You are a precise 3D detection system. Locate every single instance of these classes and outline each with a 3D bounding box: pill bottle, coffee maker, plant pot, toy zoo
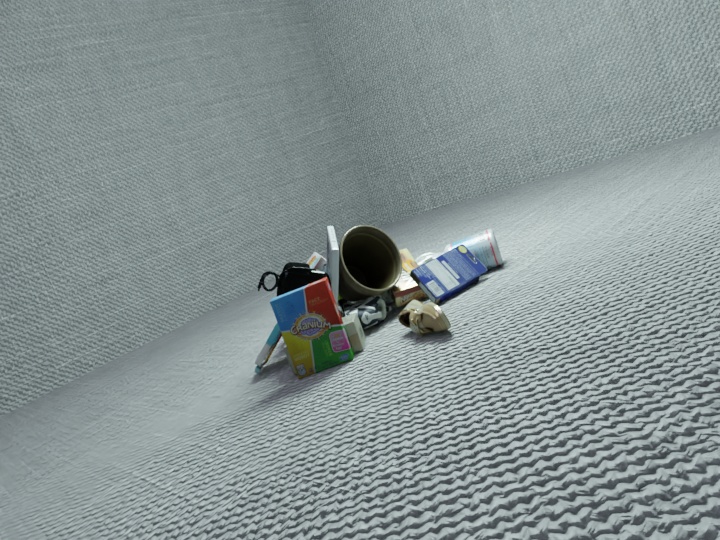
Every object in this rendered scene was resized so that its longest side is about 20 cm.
[{"bbox_3d":[0.318,-0.039,1.778,0.194,0.112,0.109,-19,8,15],"label":"pill bottle"},{"bbox_3d":[-0.176,0.035,1.627,0.137,0.189,0.200,-58,10,-2],"label":"coffee maker"},{"bbox_3d":[0.000,0.000,1.728,0.197,0.203,0.174,-26,-11,-34],"label":"plant pot"},{"bbox_3d":[-0.243,0.195,1.660,0.204,0.020,0.131,-60,-2,-1],"label":"toy zoo"}]

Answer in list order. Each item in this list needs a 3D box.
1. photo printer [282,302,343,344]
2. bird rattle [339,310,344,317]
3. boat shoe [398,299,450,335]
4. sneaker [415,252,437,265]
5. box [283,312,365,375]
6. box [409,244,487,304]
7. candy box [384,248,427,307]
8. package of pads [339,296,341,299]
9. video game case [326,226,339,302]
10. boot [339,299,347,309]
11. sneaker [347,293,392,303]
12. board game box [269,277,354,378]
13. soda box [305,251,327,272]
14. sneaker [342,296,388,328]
[{"bbox_3d":[-0.146,0.158,1.846,0.194,0.071,0.167,-22,15,1],"label":"photo printer"},{"bbox_3d":[-0.122,0.146,1.667,0.158,0.117,0.200,-17,2,-2],"label":"bird rattle"},{"bbox_3d":[0.145,0.119,1.394,0.068,0.075,0.199,-35,10,-13],"label":"boat shoe"},{"bbox_3d":[0.184,0.013,1.979,0.196,0.077,0.092,-29,15,6],"label":"sneaker"},{"bbox_3d":[-0.090,0.186,1.521,0.194,0.080,0.095,-21,8,9],"label":"box"},{"bbox_3d":[0.250,0.008,1.671,0.196,0.122,0.033,-26,-34,-24],"label":"box"},{"bbox_3d":[0.124,0.018,1.792,0.112,0.057,0.201,-17,35,-9],"label":"candy box"},{"bbox_3d":[-0.071,0.027,1.901,0.195,0.070,0.153,-21,28,-26],"label":"package of pads"},{"bbox_3d":[-0.079,0.004,1.659,0.023,0.207,0.183,0,23,-7],"label":"video game case"},{"bbox_3d":[-0.007,0.088,1.955,0.159,0.075,0.197,-24,1,-26],"label":"boot"},{"bbox_3d":[0.056,0.096,1.814,0.195,0.077,0.116,-25,20,0],"label":"sneaker"},{"bbox_3d":[-0.116,0.140,1.447,0.149,0.206,0.040,-20,8,8],"label":"board game box"},{"bbox_3d":[-0.162,0.050,1.789,0.203,0.068,0.063,-56,31,-2],"label":"soda box"},{"bbox_3d":[0.017,0.121,1.684,0.125,0.082,0.199,-12,-2,-3],"label":"sneaker"}]
